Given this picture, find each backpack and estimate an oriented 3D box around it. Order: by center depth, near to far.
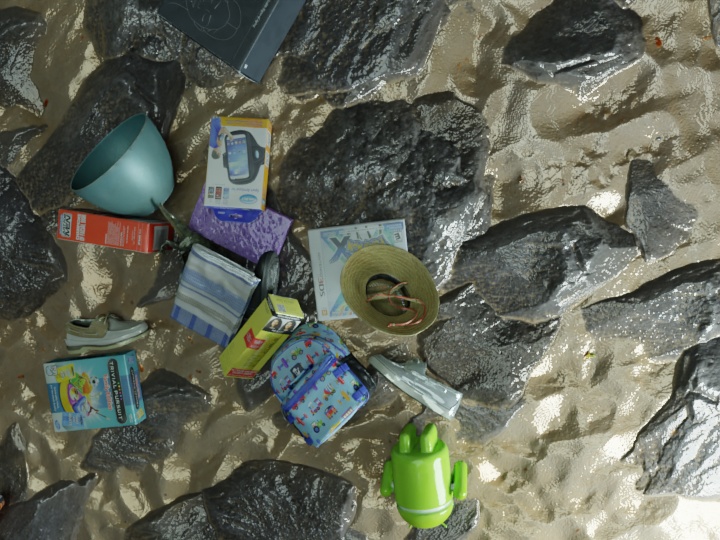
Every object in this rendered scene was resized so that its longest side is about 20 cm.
[{"bbox_3d":[-0.090,0.213,1.255,0.182,0.134,0.201,-40,86,10],"label":"backpack"}]

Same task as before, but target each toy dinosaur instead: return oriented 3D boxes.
[{"bbox_3d":[-0.353,-0.053,1.292,0.087,0.048,0.200,-33,125,20],"label":"toy dinosaur"}]

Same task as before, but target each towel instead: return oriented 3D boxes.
[{"bbox_3d":[-0.291,0.054,1.257,0.145,0.024,0.202,28,123,-2],"label":"towel"}]

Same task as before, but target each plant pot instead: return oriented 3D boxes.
[{"bbox_3d":[-0.447,-0.187,1.260,0.198,0.202,0.135,-34,127,12],"label":"plant pot"}]

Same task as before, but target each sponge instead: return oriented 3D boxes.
[{"bbox_3d":[-0.244,-0.094,1.300,0.197,0.030,0.113,26,100,5],"label":"sponge"}]

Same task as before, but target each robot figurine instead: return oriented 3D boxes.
[{"bbox_3d":[0.120,0.406,1.247,0.172,0.116,0.205,-5,95,16],"label":"robot figurine"}]

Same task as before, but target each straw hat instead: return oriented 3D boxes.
[{"bbox_3d":[0.047,0.058,1.212,0.198,0.203,0.086,26,144,6],"label":"straw hat"}]

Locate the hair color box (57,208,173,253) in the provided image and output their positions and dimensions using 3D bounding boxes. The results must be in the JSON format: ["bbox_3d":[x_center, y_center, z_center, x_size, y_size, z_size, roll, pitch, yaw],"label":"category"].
[{"bbox_3d":[-0.496,-0.083,1.303,0.195,0.111,0.066,8,97,8],"label":"hair color box"}]

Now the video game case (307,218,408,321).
[{"bbox_3d":[0.000,0.000,1.272,0.195,0.022,0.187,-6,95,10],"label":"video game case"}]

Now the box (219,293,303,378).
[{"bbox_3d":[-0.198,0.133,1.262,0.200,0.074,0.051,-48,49,27],"label":"box"}]

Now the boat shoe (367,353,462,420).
[{"bbox_3d":[0.110,0.212,1.260,0.199,0.070,0.072,33,81,6],"label":"boat shoe"}]

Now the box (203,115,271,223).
[{"bbox_3d":[-0.242,-0.198,1.262,0.116,0.041,0.205,3,85,4],"label":"box"}]

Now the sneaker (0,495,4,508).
[{"bbox_3d":[-0.850,0.601,1.462,0.112,0.078,0.200,47,112,-2],"label":"sneaker"}]

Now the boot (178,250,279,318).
[{"bbox_3d":[-0.267,0.021,1.285,0.196,0.066,0.168,13,115,10],"label":"boot"}]

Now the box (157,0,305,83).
[{"bbox_3d":[-0.237,-0.503,1.207,0.195,0.124,0.202,35,100,6],"label":"box"}]

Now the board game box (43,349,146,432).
[{"bbox_3d":[-0.576,0.261,1.386,0.195,0.047,0.155,-8,95,11],"label":"board game box"}]

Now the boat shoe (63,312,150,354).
[{"bbox_3d":[-0.541,0.126,1.351,0.196,0.075,0.070,-11,100,12],"label":"boat shoe"}]
